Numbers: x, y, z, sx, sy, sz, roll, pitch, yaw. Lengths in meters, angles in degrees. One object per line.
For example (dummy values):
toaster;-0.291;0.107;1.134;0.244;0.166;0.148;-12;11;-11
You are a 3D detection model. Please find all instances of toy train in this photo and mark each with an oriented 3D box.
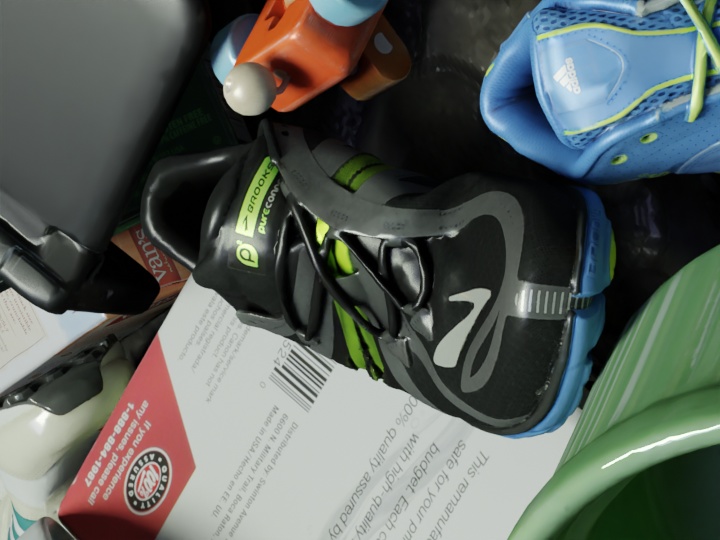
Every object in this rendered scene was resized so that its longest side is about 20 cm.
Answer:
toy train;0.042;-0.112;0.693;0.056;0.151;0.200;36;143;-18

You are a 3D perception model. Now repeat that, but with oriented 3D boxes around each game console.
game console;-0.134;-0.088;0.817;0.200;0.176;0.117;38;95;9

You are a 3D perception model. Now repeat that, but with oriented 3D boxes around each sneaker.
sneaker;0.109;-0.051;0.642;0.200;0.105;0.076;-9;98;54
sneaker;-0.110;0.096;1.022;0.094;0.070;0.200;55;157;9
sneaker;0.000;0.000;0.696;0.199;0.082;0.071;16;95;57

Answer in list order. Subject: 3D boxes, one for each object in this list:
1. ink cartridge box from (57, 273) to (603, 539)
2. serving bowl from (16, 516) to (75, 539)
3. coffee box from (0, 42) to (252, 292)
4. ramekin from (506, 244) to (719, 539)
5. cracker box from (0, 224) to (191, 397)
ink cartridge box;0.017;0.080;0.800;0.200;0.083;0.147;40;105;35
serving bowl;-0.074;0.182;0.816;0.201;0.066;0.200;55;176;6
coffee box;-0.130;-0.105;0.926;0.123;0.044;0.201;-26;86;10
ramekin;0.135;0.080;0.615;0.199;0.098;0.201;11;131;13
cracker box;-0.153;-0.019;1.042;0.200;0.058;0.135;-31;82;55
